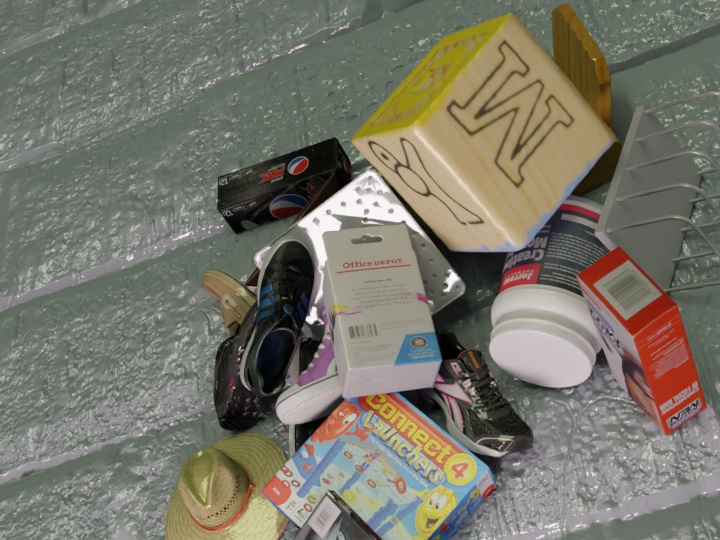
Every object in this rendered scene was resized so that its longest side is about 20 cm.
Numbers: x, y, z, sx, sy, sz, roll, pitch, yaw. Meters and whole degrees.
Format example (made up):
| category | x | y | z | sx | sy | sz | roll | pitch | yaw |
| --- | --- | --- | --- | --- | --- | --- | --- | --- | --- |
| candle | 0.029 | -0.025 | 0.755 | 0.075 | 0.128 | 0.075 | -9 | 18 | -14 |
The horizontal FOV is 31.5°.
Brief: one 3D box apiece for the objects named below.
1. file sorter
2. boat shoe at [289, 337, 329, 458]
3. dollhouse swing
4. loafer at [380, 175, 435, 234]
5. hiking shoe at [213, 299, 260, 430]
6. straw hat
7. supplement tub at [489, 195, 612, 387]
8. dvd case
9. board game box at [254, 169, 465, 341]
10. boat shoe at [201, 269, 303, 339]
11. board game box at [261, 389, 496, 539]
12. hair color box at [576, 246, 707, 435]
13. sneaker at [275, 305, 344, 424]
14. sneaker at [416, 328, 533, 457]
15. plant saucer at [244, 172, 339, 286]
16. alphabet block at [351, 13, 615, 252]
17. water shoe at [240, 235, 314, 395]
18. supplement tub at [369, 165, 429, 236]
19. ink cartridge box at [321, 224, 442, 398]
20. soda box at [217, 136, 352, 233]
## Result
| category | x | y | z | sx | sy | sz | roll | pitch | yaw |
| --- | --- | --- | --- | --- | --- | --- | --- | --- | --- |
| file sorter | 0.390 | -0.092 | 1.522 | 0.124 | 0.139 | 0.201 | -12 | 46 | 48 |
| boat shoe | -0.058 | 0.181 | 1.609 | 0.060 | 0.074 | 0.201 | -2 | 63 | 2 |
| dollhouse swing | 0.241 | -0.220 | 1.707 | 0.181 | 0.176 | 0.201 | -26 | 47 | 7 |
| loafer | 0.102 | -0.084 | 1.660 | 0.068 | 0.199 | 0.076 | 8 | 91 | 56 |
| hiking shoe | -0.155 | 0.106 | 1.672 | 0.101 | 0.075 | 0.201 | 48 | 121 | 48 |
| straw hat | -0.184 | 0.272 | 1.597 | 0.200 | 0.085 | 0.202 | -15 | 48 | 17 |
| supplement tub | 0.237 | 0.023 | 1.535 | 0.139 | 0.141 | 0.201 | 0 | 54 | 28 |
| dvd case | -0.007 | 0.362 | 1.404 | 0.200 | 0.022 | 0.146 | 40 | 103 | 28 |
| board game box | 0.000 | 0.000 | 1.627 | 0.200 | 0.200 | 0.026 | -36 | 13 | 18 |
| boat shoe | -0.165 | 0.060 | 1.769 | 0.200 | 0.071 | 0.065 | 31 | 80 | 42 |
| board game box | 0.021 | 0.254 | 1.494 | 0.200 | 0.056 | 0.196 | 36 | 76 | 29 |
| hair color box | 0.311 | 0.081 | 1.406 | 0.064 | 0.200 | 0.111 | -34 | 46 | -3 |
| sneaker | -0.039 | 0.106 | 1.578 | 0.200 | 0.073 | 0.114 | -27 | 64 | -26 |
| sneaker | 0.129 | 0.141 | 1.514 | 0.080 | 0.087 | 0.200 | -15 | 37 | -33 |
| plant saucer | -0.087 | -0.048 | 1.777 | 0.201 | 0.037 | 0.200 | -51 | 4 | 5 |
| alphabet block | 0.144 | -0.159 | 1.534 | 0.197 | 0.200 | 0.195 | -49 | 18 | -16 |
| water shoe | -0.092 | 0.058 | 1.574 | 0.079 | 0.071 | 0.202 | 9 | 86 | 67 |
| supplement tub | 0.028 | -0.060 | 1.728 | 0.122 | 0.123 | 0.200 | 21 | 67 | 38 |
| ink cartridge box | 0.019 | 0.046 | 1.543 | 0.114 | 0.068 | 0.201 | -5 | 56 | -11 |
| soda box | -0.112 | -0.126 | 1.897 | 0.199 | 0.063 | 0.071 | -18 | 48 | 16 |
